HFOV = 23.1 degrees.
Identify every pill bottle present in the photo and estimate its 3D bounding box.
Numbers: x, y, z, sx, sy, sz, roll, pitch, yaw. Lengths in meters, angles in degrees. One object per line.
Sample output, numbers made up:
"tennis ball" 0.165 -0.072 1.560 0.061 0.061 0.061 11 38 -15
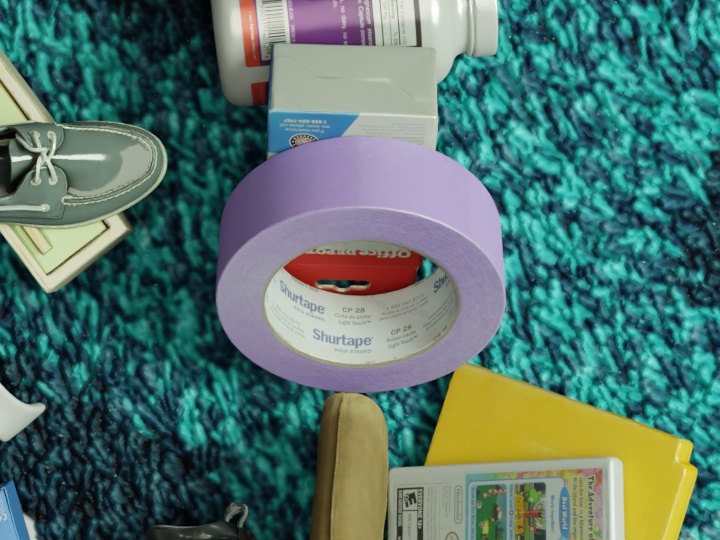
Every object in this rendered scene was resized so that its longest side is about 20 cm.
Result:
"pill bottle" -0.006 -0.181 1.250 0.197 0.112 0.114 -6 91 -3

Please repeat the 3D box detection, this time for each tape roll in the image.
"tape roll" 0.000 0.000 1.214 0.197 0.201 0.066 2 51 -2

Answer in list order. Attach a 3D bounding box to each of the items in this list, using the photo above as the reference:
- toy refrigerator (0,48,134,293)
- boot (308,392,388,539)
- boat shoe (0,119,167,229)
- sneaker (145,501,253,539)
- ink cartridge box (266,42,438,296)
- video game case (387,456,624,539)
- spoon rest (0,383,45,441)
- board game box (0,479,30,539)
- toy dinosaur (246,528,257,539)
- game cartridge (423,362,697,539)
"toy refrigerator" -0.253 -0.087 1.263 0.076 0.070 0.201 -36 93 -2
"boot" -0.005 0.218 1.238 0.065 0.176 0.202 2 47 3
"boat shoe" -0.229 -0.066 1.200 0.197 0.062 0.074 -6 86 -9
"sneaker" -0.136 0.250 1.275 0.199 0.075 0.115 -35 68 18
"ink cartridge box" -0.009 -0.065 1.243 0.115 0.201 0.068 2 51 -3
"video game case" 0.099 0.235 1.224 0.180 0.024 0.203 -7 76 31
"spoon rest" -0.306 0.036 1.268 0.099 0.061 0.201 -40 93 -1
"board game box" -0.298 0.272 1.279 0.150 0.045 0.202 -16 91 -2
"toy dinosaur" -0.010 0.272 1.292 0.198 0.047 0.089 24 76 -2
"game cartridge" 0.128 0.177 1.249 0.198 0.032 0.178 18 91 33
